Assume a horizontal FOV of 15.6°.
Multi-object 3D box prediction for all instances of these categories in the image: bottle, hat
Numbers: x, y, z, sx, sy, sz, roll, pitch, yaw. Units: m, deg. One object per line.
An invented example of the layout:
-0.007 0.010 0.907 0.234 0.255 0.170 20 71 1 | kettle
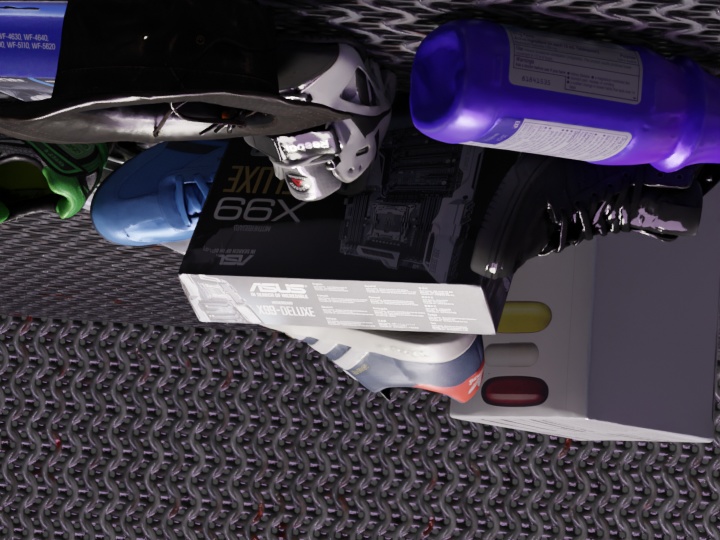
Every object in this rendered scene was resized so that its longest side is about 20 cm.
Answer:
0.129 -0.093 1.443 0.199 0.066 0.083 7 173 -23 | bottle
-0.104 -0.112 1.374 0.199 0.081 0.201 -1 179 0 | hat

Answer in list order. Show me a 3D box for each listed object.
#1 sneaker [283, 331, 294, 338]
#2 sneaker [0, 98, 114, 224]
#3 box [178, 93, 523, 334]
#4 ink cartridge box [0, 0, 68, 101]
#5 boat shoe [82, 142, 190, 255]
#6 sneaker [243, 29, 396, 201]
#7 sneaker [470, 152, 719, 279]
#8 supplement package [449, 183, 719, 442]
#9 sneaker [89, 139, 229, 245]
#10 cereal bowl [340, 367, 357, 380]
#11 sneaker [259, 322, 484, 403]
0.000 0.000 1.734 0.070 0.076 0.200 -36 -164 -33 | sneaker
-0.269 -0.074 1.757 0.199 0.085 0.078 -1 132 12 | sneaker
0.004 -0.038 1.627 0.199 0.158 0.050 3 140 21 | box
-0.169 -0.121 1.540 0.099 0.039 0.200 3 174 20 | ink cartridge box
-0.175 -0.078 1.833 0.199 0.071 0.072 24 -170 6 | boat shoe
-0.028 -0.088 1.521 0.074 0.089 0.200 4 173 23 | sneaker
0.150 -0.048 1.505 0.104 0.200 0.060 28 140 14 | sneaker
0.152 0.005 1.714 0.110 0.201 0.155 -2 171 38 | supplement package
-0.081 -0.058 1.739 0.199 0.066 0.078 -13 -168 -6 | sneaker
-0.031 -0.013 1.988 0.200 0.083 0.200 47 -177 -4 | cereal bowl
-0.008 0.036 1.659 0.199 0.075 0.085 20 149 33 | sneaker
